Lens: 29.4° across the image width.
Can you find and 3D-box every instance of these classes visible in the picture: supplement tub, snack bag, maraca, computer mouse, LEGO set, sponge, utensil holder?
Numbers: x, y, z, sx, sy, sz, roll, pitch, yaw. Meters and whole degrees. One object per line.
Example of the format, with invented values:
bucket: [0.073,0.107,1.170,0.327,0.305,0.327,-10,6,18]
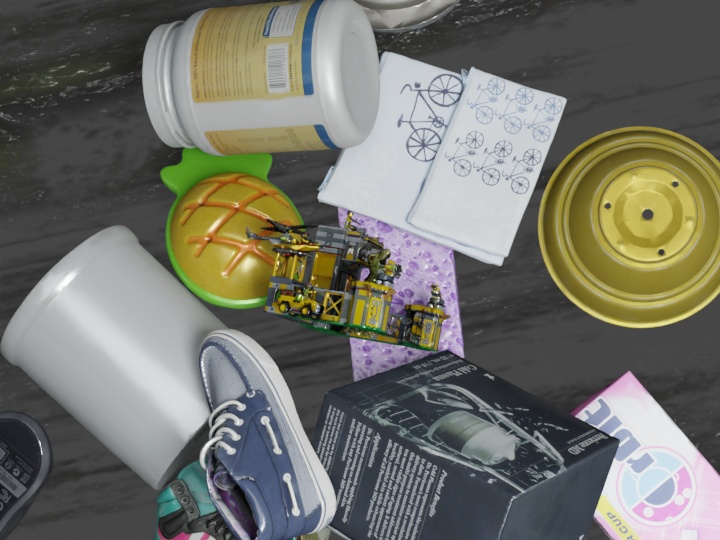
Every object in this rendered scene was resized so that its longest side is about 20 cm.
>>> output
supplement tub: [-0.094,-0.185,1.324,0.200,0.145,0.145,-1,83,18]
snack bag: [0.080,-0.120,1.346,0.200,0.021,0.189,20,72,11]
maraca: [-0.126,-0.048,1.344,0.137,0.107,0.200,-9,58,-16]
computer mouse: [-0.376,0.218,1.367,0.138,0.053,0.200,44,102,7]
LEGO set: [0.000,0.000,1.258,0.154,0.200,0.116,7,83,32]
sponge: [0.040,0.013,1.353,0.111,0.030,0.200,-6,82,5]
utensil holder: [-0.212,0.085,1.303,0.200,0.170,0.170,43,89,8]

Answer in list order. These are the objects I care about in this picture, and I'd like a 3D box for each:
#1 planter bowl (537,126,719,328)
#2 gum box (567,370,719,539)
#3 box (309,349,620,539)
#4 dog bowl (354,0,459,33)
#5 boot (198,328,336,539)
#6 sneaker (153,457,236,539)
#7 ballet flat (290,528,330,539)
planter bowl: [0.271,-0.048,1.309,0.200,0.083,0.201,-1,83,5]
gum box: [0.265,0.199,1.288,0.113,0.066,0.200,-39,81,-1]
box: [0.086,0.178,1.205,0.197,0.200,0.124,28,114,29]
dog bowl: [0.032,-0.332,1.380,0.200,0.059,0.200,-1,83,5]
boot: [-0.101,0.138,1.157,0.073,0.090,0.200,-47,66,33]
sneaker: [-0.123,0.235,1.289,0.200,0.084,0.121,-10,85,39]
ballet flat: [-0.063,0.231,1.327,0.071,0.071,0.200,-16,84,4]
